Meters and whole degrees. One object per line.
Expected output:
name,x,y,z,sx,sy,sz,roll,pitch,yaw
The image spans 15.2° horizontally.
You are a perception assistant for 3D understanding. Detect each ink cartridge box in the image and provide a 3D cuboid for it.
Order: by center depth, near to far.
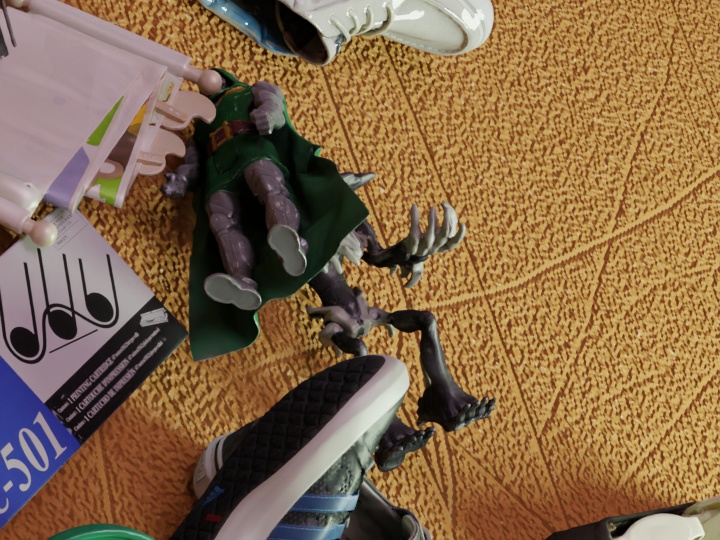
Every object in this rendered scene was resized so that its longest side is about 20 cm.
ink cartridge box,-0.168,0.053,1.277,0.094,0.044,0.200,48,39,-4

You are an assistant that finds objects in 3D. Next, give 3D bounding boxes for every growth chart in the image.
growth chart,-0.161,-0.082,1.369,0.145,0.018,0.200,29,38,7

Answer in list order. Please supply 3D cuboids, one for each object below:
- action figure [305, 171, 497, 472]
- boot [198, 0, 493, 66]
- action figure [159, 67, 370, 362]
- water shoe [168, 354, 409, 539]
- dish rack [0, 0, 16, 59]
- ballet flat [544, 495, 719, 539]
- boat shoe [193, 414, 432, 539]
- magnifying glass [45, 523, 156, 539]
action figure,0.000,0.000,1.445,0.119,0.102,0.200,-22,77,-39
boot,-0.013,-0.153,1.584,0.200,0.074,0.096,24,52,-21
action figure,-0.062,-0.050,1.407,0.055,0.118,0.200,46,14,-30
water shoe,-0.036,0.129,1.291,0.079,0.071,0.200,46,77,-22
dish rack,-0.243,-0.195,1.363,0.153,0.055,0.200,13,44,-38
ballet flat,0.182,0.163,1.536,0.200,0.068,0.068,-4,64,-48
boat shoe,0.003,0.152,1.357,0.200,0.071,0.072,44,39,-14
magnifying glass,-0.065,0.160,1.231,0.200,0.022,0.080,7,91,-20
